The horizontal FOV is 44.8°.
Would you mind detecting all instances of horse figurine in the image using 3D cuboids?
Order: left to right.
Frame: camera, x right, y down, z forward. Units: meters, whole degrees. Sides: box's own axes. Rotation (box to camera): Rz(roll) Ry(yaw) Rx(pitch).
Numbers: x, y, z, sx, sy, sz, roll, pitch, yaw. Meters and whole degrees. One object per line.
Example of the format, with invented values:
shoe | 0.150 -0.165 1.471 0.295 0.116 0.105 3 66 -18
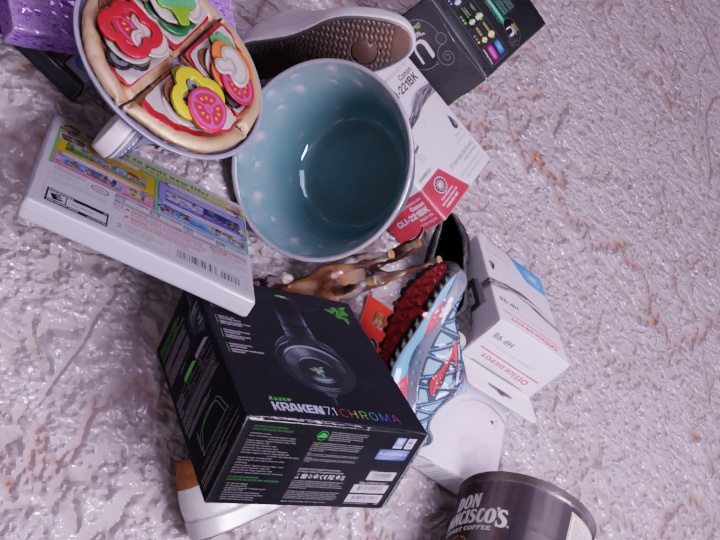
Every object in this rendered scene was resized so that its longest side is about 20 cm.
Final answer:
horse figurine | 0.000 0.000 0.918 0.200 0.132 0.050 -20 93 -55

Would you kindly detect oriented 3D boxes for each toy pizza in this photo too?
toy pizza | -0.163 -0.194 0.790 0.200 0.032 0.201 26 50 -36

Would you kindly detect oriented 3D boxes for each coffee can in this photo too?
coffee can | 0.139 0.321 0.850 0.146 0.146 0.200 41 49 -18

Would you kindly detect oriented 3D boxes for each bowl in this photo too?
bowl | -0.022 -0.108 0.907 0.105 0.200 0.202 3 66 -67

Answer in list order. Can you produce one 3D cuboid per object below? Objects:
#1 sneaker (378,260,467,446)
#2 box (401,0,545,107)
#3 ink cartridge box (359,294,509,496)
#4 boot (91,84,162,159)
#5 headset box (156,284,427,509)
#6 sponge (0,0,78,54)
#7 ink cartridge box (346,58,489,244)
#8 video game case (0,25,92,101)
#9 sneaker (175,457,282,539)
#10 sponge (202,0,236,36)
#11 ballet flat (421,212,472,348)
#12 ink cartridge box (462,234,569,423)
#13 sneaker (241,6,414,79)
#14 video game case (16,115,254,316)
sneaker | 0.068 0.088 0.881 0.095 0.079 0.201 20 99 -21
box | 0.118 -0.297 1.125 0.125 0.148 0.200 52 47 -10
ink cartridge box | 0.077 0.135 0.956 0.200 0.057 0.163 39 49 -26
boot | -0.175 -0.142 0.838 0.090 0.073 0.200 47 34 -18
headset box | -0.067 0.100 0.761 0.173 0.093 0.200 13 27 -32
sponge | -0.287 -0.297 0.818 0.111 0.030 0.201 -1 71 -40
ink cartridge box | 0.041 -0.157 1.038 0.200 0.084 0.144 48 48 -11
video game case | -0.298 -0.289 0.853 0.200 0.025 0.181 45 48 -15
sneaker | -0.075 0.167 0.792 0.199 0.073 0.085 -14 82 -42
sponge | -0.186 -0.301 0.910 0.111 0.030 0.201 22 40 -37
ballet flat | 0.090 0.017 0.978 0.201 0.066 0.057 -83 164 -45
ink cartridge box | 0.168 0.064 1.005 0.116 0.067 0.200 33 29 -25
sneaker | -0.036 -0.261 0.950 0.085 0.199 0.073 -73 157 -47
video game case | -0.187 -0.051 0.763 0.199 0.022 0.182 26 22 -23
